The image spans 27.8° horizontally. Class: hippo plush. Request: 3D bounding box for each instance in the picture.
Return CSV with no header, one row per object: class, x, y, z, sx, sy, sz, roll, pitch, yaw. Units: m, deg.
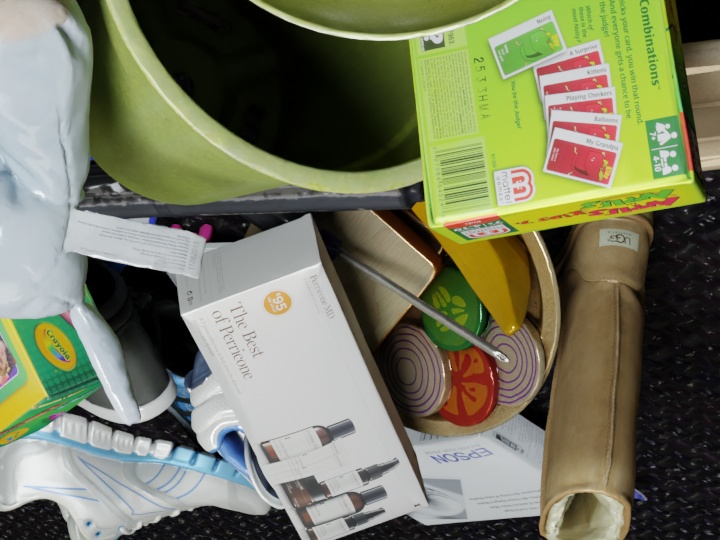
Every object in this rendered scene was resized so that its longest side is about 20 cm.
hippo plush,-0.167,-0.062,0.631,0.199,0.161,0.160,19,105,-18

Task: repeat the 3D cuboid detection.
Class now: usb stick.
usb stick,-0.063,-0.046,0.794,0.198,0.033,0.055,-2,172,10

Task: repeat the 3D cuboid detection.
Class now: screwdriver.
screwdriver,0.000,0.000,0.814,0.199,0.028,0.029,35,151,15

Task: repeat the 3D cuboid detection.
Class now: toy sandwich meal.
toy sandwich meal,0.022,0.013,0.859,0.204,0.070,0.207,13,114,30

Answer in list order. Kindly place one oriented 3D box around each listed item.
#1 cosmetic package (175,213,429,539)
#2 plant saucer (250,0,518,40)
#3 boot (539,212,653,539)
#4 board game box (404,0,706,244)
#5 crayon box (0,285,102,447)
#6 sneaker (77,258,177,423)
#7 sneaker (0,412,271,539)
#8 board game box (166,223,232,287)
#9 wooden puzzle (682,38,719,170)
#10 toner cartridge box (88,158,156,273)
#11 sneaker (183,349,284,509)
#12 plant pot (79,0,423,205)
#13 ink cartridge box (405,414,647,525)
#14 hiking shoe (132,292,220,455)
cosmetic package,-0.029,0.069,0.826,0.082,0.051,0.201,-22,128,3
plant saucer,0.013,-0.187,0.540,0.198,0.202,0.031,1,-174,14
boot,0.135,0.077,0.881,0.066,0.201,0.176,6,149,8
board game box,0.069,-0.120,0.571,0.101,0.202,0.048,-9,171,17
crayon box,-0.232,-0.002,0.880,0.058,0.201,0.119,-23,174,-41
sneaker,-0.212,0.033,0.970,0.199,0.071,0.100,10,127,35
sneaker,-0.158,0.153,0.993,0.199,0.087,0.075,16,169,-17
board game box,-0.016,0.028,1.017,0.198,0.026,0.200,-1,148,19
wooden puzzle,0.167,-0.082,0.700,0.183,0.038,0.200,-7,173,7
toner cartridge box,-0.212,-0.017,0.984,0.094,0.043,0.200,23,147,-18
sneaker,-0.025,0.101,0.969,0.199,0.147,0.080,28,145,-26
plant pot,-0.054,-0.110,0.673,0.199,0.202,0.190,23,159,-21
ink cartridge box,0.095,0.168,1.177,0.199,0.041,0.199,32,150,-32
hiking shoe,-0.094,0.088,1.033,0.199,0.075,0.087,31,152,-23
